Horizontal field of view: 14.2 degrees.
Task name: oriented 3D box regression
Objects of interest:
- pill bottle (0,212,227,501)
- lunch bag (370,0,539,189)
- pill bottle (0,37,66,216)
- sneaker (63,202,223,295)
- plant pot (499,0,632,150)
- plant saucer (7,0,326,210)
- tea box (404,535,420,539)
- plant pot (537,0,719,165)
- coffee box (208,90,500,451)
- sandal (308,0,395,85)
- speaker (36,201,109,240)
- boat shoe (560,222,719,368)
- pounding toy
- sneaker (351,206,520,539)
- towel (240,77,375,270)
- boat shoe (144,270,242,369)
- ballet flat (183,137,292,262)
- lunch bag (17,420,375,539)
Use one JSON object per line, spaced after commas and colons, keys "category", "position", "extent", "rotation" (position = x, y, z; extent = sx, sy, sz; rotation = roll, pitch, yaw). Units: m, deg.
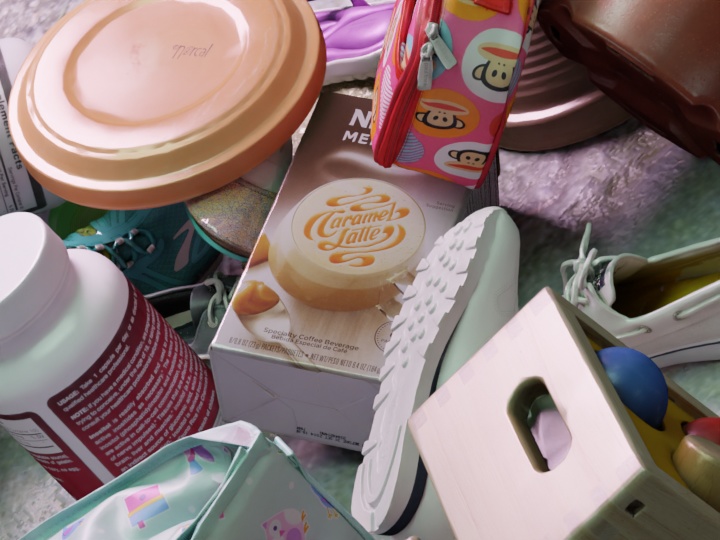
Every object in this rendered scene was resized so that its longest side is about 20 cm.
{"category": "pill bottle", "position": [-0.160, 0.061, 1.687], "extent": [0.113, 0.200, 0.113], "rotation": [-25, 37, 20]}
{"category": "lunch bag", "position": [0.066, -0.163, 1.623], "extent": [0.176, 0.082, 0.200], "rotation": [110, 173, -62]}
{"category": "pill bottle", "position": [-0.250, -0.083, 1.850], "extent": [0.200, 0.116, 0.116], "rotation": [-17, 34, -6]}
{"category": "sneaker", "position": [-0.168, 0.003, 1.824], "extent": [0.200, 0.078, 0.080], "rotation": [-31, -8, 2]}
{"category": "plant pot", "position": [0.126, -0.178, 1.787], "extent": [0.201, 0.093, 0.201], "rotation": [-24, 37, 20]}
{"category": "plant saucer", "position": [-0.120, -0.119, 1.750], "extent": [0.200, 0.032, 0.200], "rotation": [-10, 46, 10]}
{"category": "tea box", "position": [-0.012, 0.270, 1.366], "extent": [0.200, 0.134, 0.197], "rotation": [-30, 34, 14]}
{"category": "plant pot", "position": [0.215, -0.176, 1.628], "extent": [0.195, 0.201, 0.201], "rotation": [-53, 35, -5]}
{"category": "coffee box", "position": [0.000, 0.000, 1.680], "extent": [0.114, 0.080, 0.200], "rotation": [11, 53, 14]}
{"category": "sandal", "position": [-0.033, -0.157, 1.893], "extent": [0.203, 0.050, 0.082], "rotation": [-9, 39, 43]}
{"category": "speaker", "position": [-0.178, -0.060, 1.946], "extent": [0.088, 0.088, 0.200], "rotation": [2, 52, 45]}
{"category": "boat shoe", "position": [0.140, 0.015, 1.557], "extent": [0.202, 0.086, 0.075], "rotation": [-11, 43, 35]}
{"category": "pounding toy", "position": [0.155, 0.124, 1.357], "extent": [0.142, 0.184, 0.200], "rotation": [-45, 32, 14]}
{"category": "sneaker", "position": [0.058, 0.062, 1.558], "extent": [0.076, 0.080, 0.200], "rotation": [-31, 40, 65]}
{"category": "towel", "position": [-0.021, -0.082, 1.866], "extent": [0.148, 0.036, 0.200], "rotation": [-27, 36, 19]}
{"category": "boat shoe", "position": [-0.088, 0.036, 1.771], "extent": [0.200, 0.062, 0.073], "rotation": [-14, 42, 33]}
{"category": "ballet flat", "position": [-0.070, -0.068, 1.760], "extent": [0.067, 0.068, 0.200], "rotation": [-61, 12, 16]}
{"category": "lunch bag", "position": [-0.081, 0.185, 1.496], "extent": [0.200, 0.170, 0.122], "rotation": [-36, 33, 10]}
